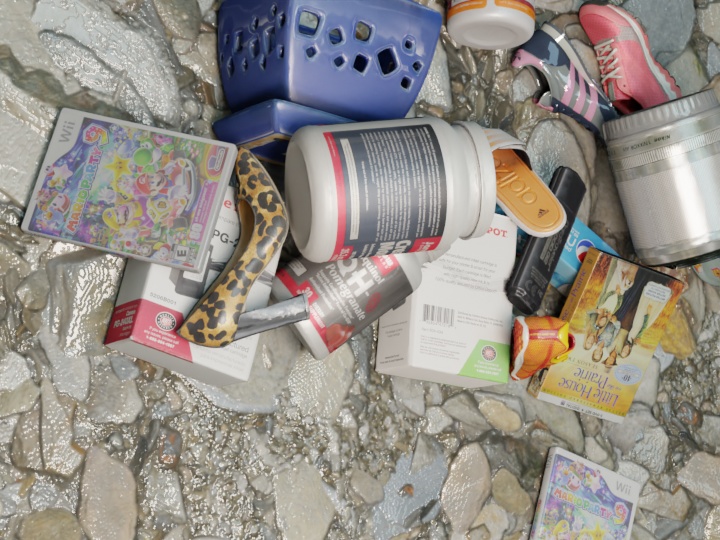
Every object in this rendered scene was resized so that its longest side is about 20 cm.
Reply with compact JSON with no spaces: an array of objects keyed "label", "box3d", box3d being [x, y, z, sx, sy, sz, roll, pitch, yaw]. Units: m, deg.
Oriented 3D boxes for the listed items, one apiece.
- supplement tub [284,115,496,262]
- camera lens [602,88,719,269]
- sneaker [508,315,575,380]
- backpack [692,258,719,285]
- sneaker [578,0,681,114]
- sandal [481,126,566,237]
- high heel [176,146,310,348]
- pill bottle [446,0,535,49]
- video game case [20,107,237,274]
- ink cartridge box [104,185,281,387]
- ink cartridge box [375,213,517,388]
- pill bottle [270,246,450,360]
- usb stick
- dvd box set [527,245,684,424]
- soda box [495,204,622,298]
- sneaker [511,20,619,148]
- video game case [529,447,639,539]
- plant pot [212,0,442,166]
[{"label":"supplement tub","box3d":[0.029,-0.087,1.479,0.197,0.140,0.143,-6,84,-16]},{"label":"camera lens","box3d":[0.406,-0.113,1.797,0.158,0.159,0.203,-19,94,-31]},{"label":"sneaker","box3d":[0.216,0.095,1.694,0.076,0.200,0.074,2,84,3]},{"label":"backpack","box3d":[0.536,-0.075,1.936,0.198,0.153,0.178,-22,97,-24]},{"label":"sneaker","box3d":[0.354,-0.272,1.905,0.201,0.073,0.087,50,63,-14]},{"label":"sandal","box3d":[0.178,-0.126,1.718,0.079,0.060,0.207,-33,55,-16]},{"label":"high heel","box3d":[-0.144,-0.025,1.480,0.141,0.071,0.203,-14,81,-18]},{"label":"pill bottle","box3d":[0.167,-0.392,1.793,0.112,0.113,0.203,10,77,-28]},{"label":"video game case","box3d":[-0.242,-0.085,1.488,0.197,0.018,0.145,12,72,9]},{"label":"ink cartridge box","box3d":[-0.175,0.006,1.537,0.144,0.083,0.203,22,71,-25]},{"label":"ink cartridge box","box3d":[0.104,0.029,1.697,0.144,0.084,0.203,12,75,-29]},{"label":"pill bottle","box3d":[0.000,0.000,1.588,0.199,0.111,0.111,-36,100,-7]},{"label":"usb stick","box3d":[0.227,-0.039,1.726,0.055,0.032,0.202,44,57,-31]},{"label":"dvd box set","box3d":[0.310,0.084,1.788,0.145,0.029,0.202,18,100,-27]},{"label":"soda box","box3d":[0.243,-0.038,1.800,0.199,0.068,0.065,40,64,-19]},{"label":"sneaker","box3d":[0.272,-0.225,1.864,0.082,0.070,0.201,-40,104,-6]},{"label":"video game case","box3d":[0.274,0.341,1.771,0.142,0.018,0.203,25,69,-24]},{"label":"plant pot","box3d":[-0.048,-0.213,1.590,0.198,0.199,0.183,14,80,-28]}]
